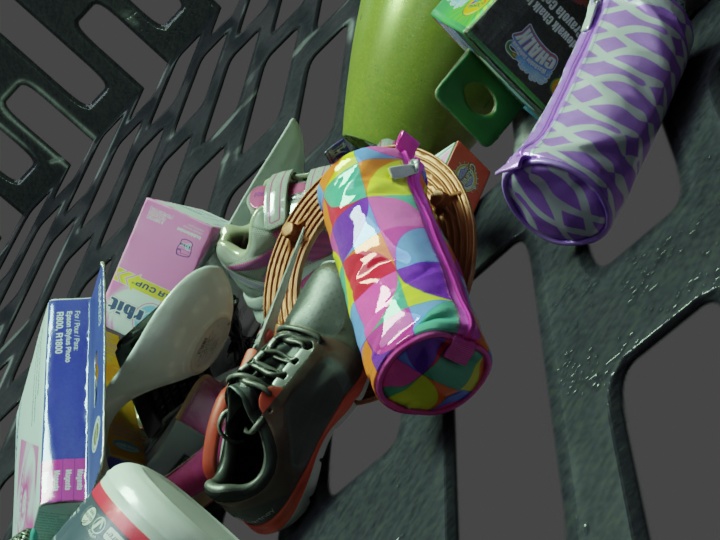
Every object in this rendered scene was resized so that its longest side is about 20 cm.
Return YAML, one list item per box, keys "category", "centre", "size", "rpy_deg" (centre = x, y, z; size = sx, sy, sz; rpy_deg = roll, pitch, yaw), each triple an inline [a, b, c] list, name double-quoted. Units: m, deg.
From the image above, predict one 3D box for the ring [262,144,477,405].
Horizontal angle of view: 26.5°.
- category: "ring"
  centre: [0.000, 0.000, 1.126]
  size: [0.199, 0.019, 0.202]
  rpy_deg: [-18, 60, 34]

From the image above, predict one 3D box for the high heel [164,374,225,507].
- category: "high heel"
  centre: [-0.120, 0.186, 1.171]
  size: [0.201, 0.095, 0.067]
  rpy_deg: [-63, -19, 5]

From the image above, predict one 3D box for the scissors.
- category: "scissors"
  centre: [-0.074, 0.057, 1.107]
  size: [0.014, 0.073, 0.202]
  rpy_deg: [7, 79, 29]

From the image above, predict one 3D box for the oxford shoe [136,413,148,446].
- category: "oxford shoe"
  centre: [-0.211, 0.158, 1.390]
  size: [0.074, 0.071, 0.201]
  rpy_deg: [-32, 25, 29]

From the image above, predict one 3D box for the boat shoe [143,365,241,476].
- category: "boat shoe"
  centre: [-0.126, 0.132, 1.247]
  size: [0.200, 0.071, 0.068]
  rpy_deg: [-48, 17, 28]

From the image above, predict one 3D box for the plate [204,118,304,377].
- category: "plate"
  centre: [-0.096, -0.006, 1.397]
  size: [0.200, 0.032, 0.201]
  rpy_deg: [102, -167, -54]

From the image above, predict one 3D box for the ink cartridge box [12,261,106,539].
- category: "ink cartridge box"
  centre: [-0.234, 0.127, 1.173]
  size: [0.197, 0.043, 0.201]
  rpy_deg: [-99, 23, -43]

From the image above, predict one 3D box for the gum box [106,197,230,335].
- category: "gum box"
  centre: [-0.158, 0.004, 1.367]
  size: [0.200, 0.066, 0.114]
  rpy_deg: [5, -72, -82]

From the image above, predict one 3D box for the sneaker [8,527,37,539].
- category: "sneaker"
  centre: [-0.217, 0.241, 1.092]
  size: [0.091, 0.200, 0.078]
  rpy_deg: [-39, 60, 0]

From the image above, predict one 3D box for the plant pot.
- category: "plant pot"
  centre: [0.067, -0.186, 1.299]
  size: [0.201, 0.186, 0.187]
  rpy_deg: [-65, 19, -3]

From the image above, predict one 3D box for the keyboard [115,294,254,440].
- category: "keyboard"
  centre: [-0.136, 0.076, 1.263]
  size: [0.127, 0.021, 0.201]
  rpy_deg: [-44, -25, -21]

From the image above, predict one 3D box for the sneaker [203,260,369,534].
- category: "sneaker"
  centre: [-0.051, 0.081, 1.064]
  size: [0.077, 0.082, 0.202]
  rpy_deg: [6, 73, 42]

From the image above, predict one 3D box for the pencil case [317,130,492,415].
- category: "pencil case"
  centre: [0.026, -0.001, 1.020]
  size: [0.088, 0.088, 0.201]
  rpy_deg: [-40, 44, 25]

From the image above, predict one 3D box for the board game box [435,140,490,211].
- category: "board game box"
  centre: [0.007, -0.003, 1.245]
  size: [0.200, 0.040, 0.154]
  rpy_deg: [-31, 25, 45]

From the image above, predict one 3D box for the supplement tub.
- category: "supplement tub"
  centre: [-0.163, 0.239, 0.985]
  size: [0.200, 0.140, 0.140]
  rpy_deg: [-50, 18, -5]

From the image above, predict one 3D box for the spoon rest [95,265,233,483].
- category: "spoon rest"
  centre: [-0.158, 0.084, 1.168]
  size: [0.201, 0.060, 0.099]
  rpy_deg: [-63, -18, 4]

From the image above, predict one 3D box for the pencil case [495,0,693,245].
- category: "pencil case"
  centre: [0.161, -0.111, 1.026]
  size: [0.084, 0.086, 0.201]
  rpy_deg: [-15, 37, 44]

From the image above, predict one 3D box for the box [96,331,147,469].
- category: "box"
  centre: [-0.233, 0.152, 1.288]
  size: [0.119, 0.041, 0.201]
  rpy_deg: [-55, 34, 22]

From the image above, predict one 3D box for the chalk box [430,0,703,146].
- category: "chalk box"
  centre: [0.142, -0.189, 1.169]
  size: [0.200, 0.125, 0.124]
  rpy_deg: [-46, 18, 6]

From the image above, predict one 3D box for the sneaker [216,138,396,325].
- category: "sneaker"
  centre: [-0.044, -0.043, 1.233]
  size: [0.200, 0.088, 0.082]
  rpy_deg: [-41, 19, 23]
